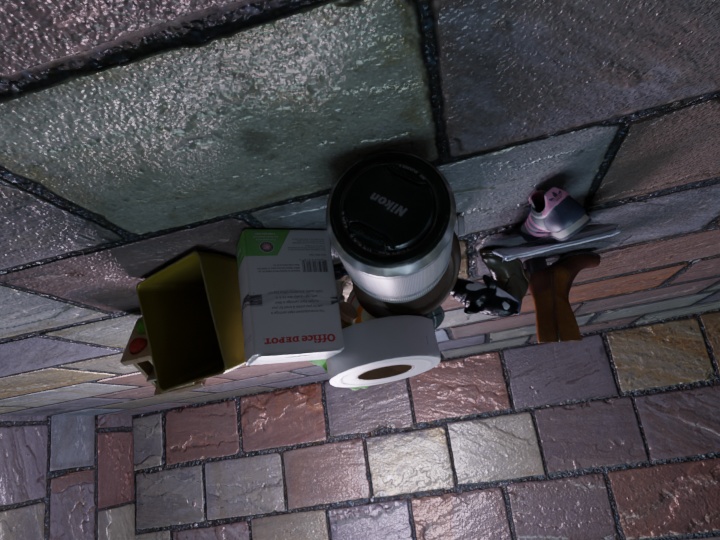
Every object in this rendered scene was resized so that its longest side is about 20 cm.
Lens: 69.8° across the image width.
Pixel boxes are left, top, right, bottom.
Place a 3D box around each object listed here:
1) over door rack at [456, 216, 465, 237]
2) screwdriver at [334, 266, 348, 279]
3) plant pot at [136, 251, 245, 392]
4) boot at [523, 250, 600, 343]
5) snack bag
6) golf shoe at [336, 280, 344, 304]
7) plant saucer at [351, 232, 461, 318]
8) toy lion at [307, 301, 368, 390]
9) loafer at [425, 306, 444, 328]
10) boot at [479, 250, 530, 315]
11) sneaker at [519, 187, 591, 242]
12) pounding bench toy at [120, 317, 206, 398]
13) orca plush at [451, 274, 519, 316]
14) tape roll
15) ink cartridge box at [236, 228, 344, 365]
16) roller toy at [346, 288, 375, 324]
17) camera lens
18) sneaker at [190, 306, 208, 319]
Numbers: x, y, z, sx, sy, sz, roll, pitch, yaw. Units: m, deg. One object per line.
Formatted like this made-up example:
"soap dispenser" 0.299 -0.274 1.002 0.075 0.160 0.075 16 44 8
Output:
"over door rack" 0.089 -0.028 0.939 0.146 0.067 0.200 -5 162 -15
"screwdriver" 0.000 0.000 1.053 0.197 0.028 0.029 -6 -167 -13
"plant pot" -0.260 0.086 0.942 0.199 0.202 0.176 -21 172 35
"boot" 0.486 0.063 1.199 0.186 0.203 0.069 -7 163 -5
"snack bag" 0.346 -0.055 0.951 0.198 0.022 0.189 -14 -176 8
"golf shoe" -0.133 0.063 1.097 0.198 0.079 0.098 -26 147 -7
"plant saucer" 0.084 0.002 0.845 0.198 0.203 0.037 -3 -159 -19
"toy lion" -0.051 0.149 1.030 0.198 0.193 0.069 12 129 -40
"loafer" 0.078 0.038 0.926 0.072 0.063 0.200 -44 127 -1
"boot" 0.318 0.027 1.132 0.074 0.098 0.199 -2 159 43
"sneaker" 0.306 -0.097 0.858 0.070 0.082 0.200 -39 -177 -4
"pounding bench toy" -0.430 0.152 1.176 0.123 0.201 0.157 -15 131 11
"orca plush" 0.239 0.056 1.118 0.199 0.071 0.105 34 144 2
"tape roll" 0.038 0.145 0.902 0.200 0.072 0.203 -9 157 -4
"ink cartridge box" -0.116 0.042 0.828 0.144 0.203 0.084 0 161 -24
"roller toy" 0.064 0.107 1.154 0.139 0.185 0.199 5 159 -44
"camera lens" 0.044 -0.049 0.690 0.158 0.162 0.200 -10 163 4
"sneaker" -0.344 0.114 1.109 0.074 0.080 0.200 -1 179 -3
